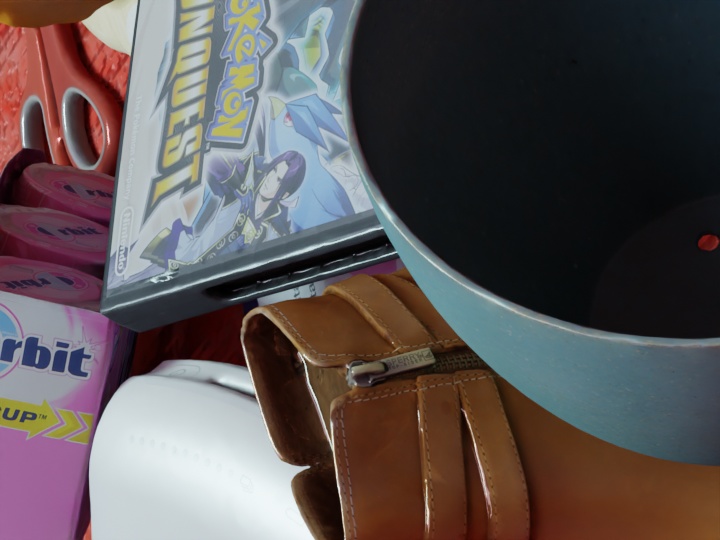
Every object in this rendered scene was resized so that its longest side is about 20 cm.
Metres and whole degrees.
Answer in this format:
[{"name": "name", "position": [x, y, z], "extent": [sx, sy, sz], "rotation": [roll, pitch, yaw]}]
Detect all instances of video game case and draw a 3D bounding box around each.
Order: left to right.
[{"name": "video game case", "position": [-0.010, -0.091, 0.971], "extent": [0.180, 0.025, 0.201], "rotation": [-16, 59, 39]}]

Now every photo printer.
[{"name": "photo printer", "position": [-0.024, 0.135, 1.002], "extent": [0.166, 0.069, 0.201], "rotation": [24, 125, 39]}]

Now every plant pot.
[{"name": "plant pot", "position": [0.105, -0.023, 0.803], "extent": [0.200, 0.200, 0.135], "rotation": [54, 168, 36]}]

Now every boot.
[{"name": "boot", "position": [0.062, 0.072, 0.858], "extent": [0.200, 0.154, 0.074], "rotation": [55, 139, 37]}]

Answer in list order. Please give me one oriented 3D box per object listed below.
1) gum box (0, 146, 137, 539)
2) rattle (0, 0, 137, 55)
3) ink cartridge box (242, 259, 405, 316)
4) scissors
[{"name": "gum box", "position": [-0.124, 0.033, 1.100], "extent": [0.200, 0.066, 0.114], "rotation": [-83, 5, -73]}, {"name": "rattle", "position": [-0.136, -0.167, 1.130], "extent": [0.200, 0.143, 0.130], "rotation": [56, 151, 26]}, {"name": "ink cartridge box", "position": [0.000, 0.000, 1.034], "extent": [0.200, 0.043, 0.197], "rotation": [-29, 69, 48]}, {"name": "scissors", "position": [-0.143, -0.115, 1.235], "extent": [0.073, 0.014, 0.201], "rotation": [-39, 63, 48]}]
